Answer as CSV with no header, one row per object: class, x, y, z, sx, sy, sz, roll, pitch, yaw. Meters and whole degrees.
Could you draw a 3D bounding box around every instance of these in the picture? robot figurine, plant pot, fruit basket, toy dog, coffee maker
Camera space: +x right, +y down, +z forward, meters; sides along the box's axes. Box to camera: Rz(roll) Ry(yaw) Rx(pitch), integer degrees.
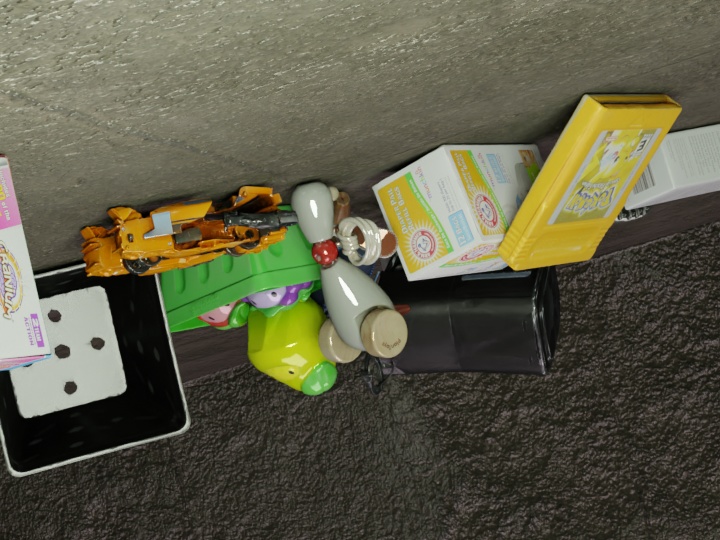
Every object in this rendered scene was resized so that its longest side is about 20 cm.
robot figurine,-0.159,-0.038,1.637,0.199,0.059,0.145,-11,173,-33
plant pot,-0.317,0.095,1.871,0.198,0.201,0.177,-14,-176,-17
fruit basket,-0.107,0.046,1.854,0.155,0.218,0.215,-9,171,-44
toy dog,0.000,0.000,1.747,0.131,0.202,0.096,21,-142,37
coffee maker,0.122,0.067,1.955,0.198,0.193,0.135,-1,147,19

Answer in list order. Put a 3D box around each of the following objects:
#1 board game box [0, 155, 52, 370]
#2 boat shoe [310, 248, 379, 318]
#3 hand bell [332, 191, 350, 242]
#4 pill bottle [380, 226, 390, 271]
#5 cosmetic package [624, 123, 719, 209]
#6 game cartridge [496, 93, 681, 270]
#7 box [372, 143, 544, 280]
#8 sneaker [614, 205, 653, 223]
board game box,-0.295,-0.004,1.153,0.040,0.154,0.200,-16,173,23
boat shoe,-0.018,0.042,1.922,0.084,0.069,0.201,-15,149,-27
hand bell,-0.043,-0.037,1.907,0.103,0.105,0.200,-13,162,-18
pill bottle,0.126,-0.038,2.078,0.114,0.115,0.199,-10,171,-43
cosmetic package,0.427,-0.137,2.155,0.199,0.072,0.101,-12,172,-32
game cartridge,0.235,-0.090,1.759,0.176,0.032,0.201,-8,131,-52
box,0.120,-0.064,1.813,0.101,0.113,0.199,-28,167,33
sneaker,0.303,-0.088,2.333,0.198,0.067,0.090,-9,175,-23
